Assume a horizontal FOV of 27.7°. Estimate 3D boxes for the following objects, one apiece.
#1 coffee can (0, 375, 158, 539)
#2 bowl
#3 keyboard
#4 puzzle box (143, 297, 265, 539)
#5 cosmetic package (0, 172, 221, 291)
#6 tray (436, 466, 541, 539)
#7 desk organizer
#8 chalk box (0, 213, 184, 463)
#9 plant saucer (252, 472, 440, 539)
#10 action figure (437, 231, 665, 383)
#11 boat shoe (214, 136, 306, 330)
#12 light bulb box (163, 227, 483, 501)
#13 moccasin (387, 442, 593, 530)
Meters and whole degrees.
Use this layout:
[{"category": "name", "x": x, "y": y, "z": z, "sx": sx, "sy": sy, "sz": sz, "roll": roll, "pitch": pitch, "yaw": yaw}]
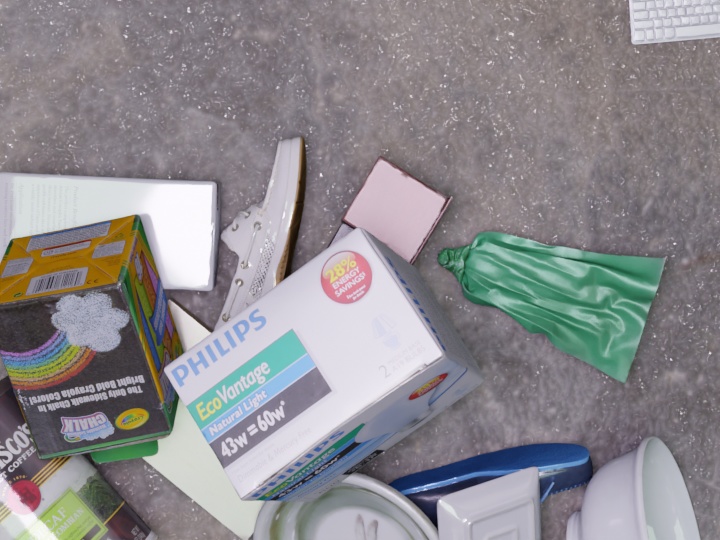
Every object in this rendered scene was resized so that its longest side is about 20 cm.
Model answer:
[{"category": "coffee can", "x": -0.300, "y": 0.215, "z": 1.306, "sx": 0.146, "sy": 0.146, "sz": 0.200, "roll": -42, "pitch": 93, "yaw": 2}, {"category": "bowl", "x": 0.241, "y": 0.255, "z": 1.302, "sx": 0.090, "sy": 0.201, "sz": 0.203, "roll": -14, "pitch": 93, "yaw": 24}, {"category": "keyboard", "x": 0.347, "y": -0.245, "z": 1.348, "sx": 0.198, "sy": 0.011, "sz": 0.057, "roll": -5, "pitch": 93, "yaw": 1}, {"category": "puzzle box", "x": -0.141, "y": 0.140, "z": 1.362, "sx": 0.200, "sy": 0.025, "sz": 0.133, "roll": 40, "pitch": 92, "yaw": -2}, {"category": "cosmetic package", "x": -0.228, "y": -0.036, "z": 1.330, "sx": 0.198, "sy": 0.074, "sz": 0.103, "roll": 4, "pitch": 94, "yaw": -2}, {"category": "tray", "x": 0.122, "y": 0.280, "z": 1.289, "sx": 0.107, "sy": 0.022, "sz": 0.202, "roll": -14, "pitch": 111, "yaw": -27}, {"category": "desk organizer", "x": 0.000, "y": 0.000, "z": 1.332, "sx": 0.077, "sy": 0.072, "sz": 0.201, "roll": 31, "pitch": 93, "yaw": 1}, {"category": "chalk box", "x": -0.228, "y": 0.075, "z": 1.263, "sx": 0.124, "sy": 0.124, "sz": 0.201, "roll": -10, "pitch": 120, "yaw": 5}, {"category": "plant saucer", "x": -0.001, "y": 0.263, "z": 1.335, "sx": 0.198, "sy": 0.050, "sz": 0.202, "roll": 9, "pitch": 115, "yaw": 20}, {"category": "action figure", "x": 0.166, "y": 0.015, "z": 1.341, "sx": 0.198, "sy": 0.055, "sz": 0.119, "roll": 18, "pitch": 95, "yaw": 6}, {"category": "boat shoe", "x": -0.094, "y": -0.027, "z": 1.330, "sx": 0.069, "sy": 0.071, "sz": 0.202, "roll": 12, "pitch": 90, "yaw": 5}, {"category": "light bulb box", "x": -0.022, "y": 0.085, "z": 1.191, "sx": 0.198, "sy": 0.200, "sz": 0.125, "roll": -36, "pitch": 75, "yaw": 7}, {"category": "moccasin", "x": 0.120, "y": 0.209, "z": 1.349, "sx": 0.198, "sy": 0.080, "sz": 0.069, "roll": -13, "pitch": 98, "yaw": 15}]
